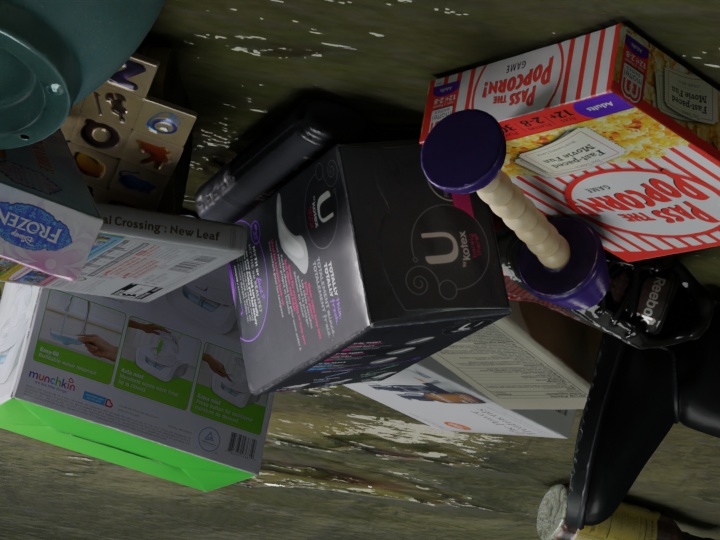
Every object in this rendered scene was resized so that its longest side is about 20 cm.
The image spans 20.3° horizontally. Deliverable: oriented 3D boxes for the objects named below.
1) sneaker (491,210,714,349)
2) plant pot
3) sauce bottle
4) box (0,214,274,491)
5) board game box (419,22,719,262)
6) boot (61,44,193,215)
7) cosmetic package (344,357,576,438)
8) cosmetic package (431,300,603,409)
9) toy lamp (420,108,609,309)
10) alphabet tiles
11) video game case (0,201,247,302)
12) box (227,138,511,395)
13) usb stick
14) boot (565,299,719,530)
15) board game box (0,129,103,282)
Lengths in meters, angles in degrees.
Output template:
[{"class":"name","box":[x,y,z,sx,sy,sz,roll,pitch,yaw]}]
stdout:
[{"class":"sneaker","box":[0.157,0.003,1.343,0.200,0.071,0.098,21,180,-30]},{"class":"plant pot","box":[-0.192,-0.146,1.008,0.200,0.134,0.200,6,151,3]},{"class":"sauce bottle","box":[0.275,0.269,2.027,0.200,0.065,0.065,20,158,-23]},{"class":"box","box":[-0.163,0.049,1.489,0.200,0.177,0.097,20,157,-25]},{"class":"board game box","box":[0.159,-0.071,1.207,0.200,0.046,0.151,26,155,-37]},{"class":"boot","box":[-0.211,-0.102,1.284,0.200,0.066,0.175,7,147,6]},{"class":"cosmetic package","box":[0.058,0.082,1.633,0.200,0.052,0.151,27,163,-38]},{"class":"cosmetic package","box":[0.108,0.037,1.481,0.105,0.071,0.200,-3,156,32]},{"class":"toy lamp","box":[0.099,-0.030,1.202,0.058,0.058,0.200,-1,154,28]},{"class":"alphabet tiles","box":[-0.195,-0.087,1.237,0.166,0.006,0.200,19,145,-10]},{"class":"video game case","box":[-0.191,-0.015,1.292,0.182,0.022,0.200,9,167,-22]},{"class":"box","box":[0.000,0.000,1.322,0.106,0.122,0.200,-5,167,-26]},{"class":"usb stick","box":[-0.055,-0.068,1.337,0.055,0.033,0.200,16,158,-21]},{"class":"boot","box":[0.242,0.105,1.436,0.162,0.199,0.073,14,163,7]},{"class":"board game box","box":[-0.252,-0.075,1.096,0.199,0.041,0.200,20,-166,-21]}]
